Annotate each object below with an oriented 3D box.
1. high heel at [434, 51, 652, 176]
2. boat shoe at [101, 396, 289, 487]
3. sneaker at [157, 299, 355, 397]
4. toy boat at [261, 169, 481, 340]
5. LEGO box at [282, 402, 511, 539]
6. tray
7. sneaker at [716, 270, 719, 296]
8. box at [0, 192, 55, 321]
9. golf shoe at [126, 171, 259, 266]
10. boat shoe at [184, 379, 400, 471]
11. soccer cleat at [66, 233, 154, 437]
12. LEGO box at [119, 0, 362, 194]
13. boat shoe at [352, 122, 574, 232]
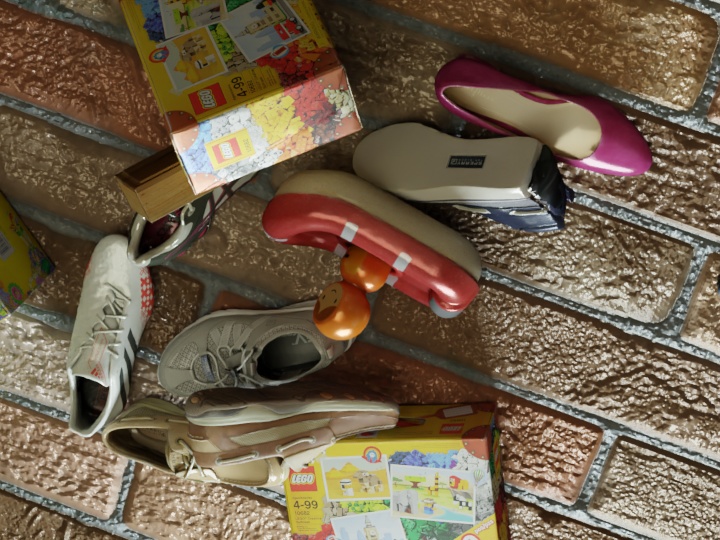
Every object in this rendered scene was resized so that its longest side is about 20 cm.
[{"bbox_3d":[0.157,-0.126,1.587,0.200,0.096,0.067,32,114,-1],"label":"high heel"},{"bbox_3d":[-0.156,0.172,1.754,0.200,0.064,0.071,8,114,36],"label":"boat shoe"},{"bbox_3d":[-0.105,0.076,1.732,0.200,0.082,0.075,-18,106,19],"label":"sneaker"},{"bbox_3d":[0.000,0.000,1.638,0.200,0.131,0.131,29,81,1],"label":"toy boat"},{"bbox_3d":[0.035,0.210,1.756,0.200,0.077,0.149,-3,110,14],"label":"LEGO box"},{"bbox_3d":[-0.109,-0.109,1.598,0.200,0.099,0.037,-29,106,-11],"label":"tray"},{"bbox_3d":[0.412,0.000,1.601,0.200,0.076,0.077,-18,128,19],"label":"sneaker"},{"bbox_3d":[-0.435,-0.017,1.750,0.192,0.122,0.200,-29,103,21],"label":"box"},{"bbox_3d":[-0.144,-0.082,1.678,0.077,0.088,0.200,34,112,0],"label":"golf shoe"},{"bbox_3d":[-0.062,0.143,1.682,0.200,0.076,0.072,-2,101,-16],"label":"boat shoe"},{"bbox_3d":[-0.242,0.064,1.757,0.068,0.085,0.200,16,114,7],"label":"soccer cleat"},{"bbox_3d":[-0.103,-0.177,1.539,0.149,0.200,0.077,-22,138,-3],"label":"LEGO box"},{"bbox_3d":[0.093,-0.074,1.636,0.200,0.075,0.093,10,157,36],"label":"boat shoe"}]
